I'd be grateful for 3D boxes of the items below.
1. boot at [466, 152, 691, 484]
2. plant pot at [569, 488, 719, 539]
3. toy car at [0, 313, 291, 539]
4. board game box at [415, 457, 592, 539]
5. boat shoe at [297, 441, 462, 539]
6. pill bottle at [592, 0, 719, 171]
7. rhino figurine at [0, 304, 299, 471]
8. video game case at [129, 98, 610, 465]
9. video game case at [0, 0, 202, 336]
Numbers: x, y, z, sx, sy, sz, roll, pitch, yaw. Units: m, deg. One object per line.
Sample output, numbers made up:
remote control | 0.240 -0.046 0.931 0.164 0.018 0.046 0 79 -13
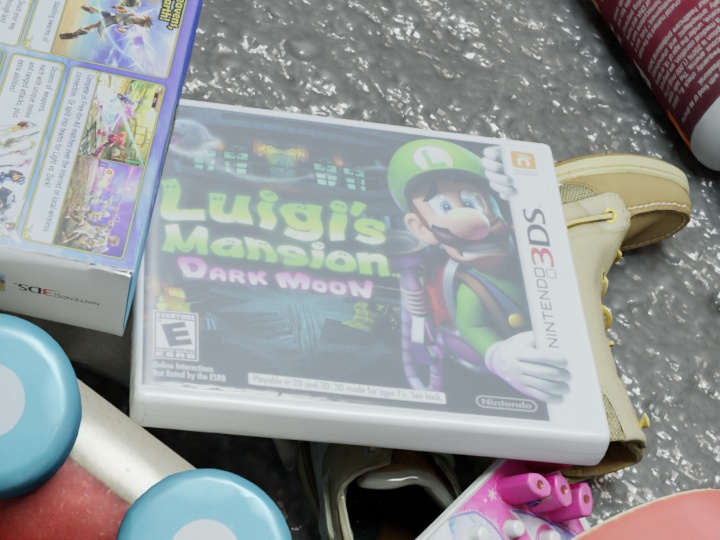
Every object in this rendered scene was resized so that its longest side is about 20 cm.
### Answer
boot | 0.110 0.024 0.910 0.198 0.073 0.157 -7 64 -37
plant pot | 0.124 0.188 0.631 0.199 0.201 0.178 -10 52 -31
toy car | -0.134 0.142 0.673 0.176 0.184 0.201 35 77 2
board game box | 0.068 0.200 0.737 0.200 0.026 0.201 -38 103 -40
boat shoe | 0.016 0.103 0.808 0.074 0.069 0.202 9 53 -20
pill bottle | 0.215 -0.130 1.044 0.113 0.114 0.201 -14 63 -33
rhino figurine | -0.076 0.027 0.806 0.198 0.060 0.088 25 48 10
video game case | 0.000 0.000 0.797 0.198 0.023 0.183 6 45 -11
video game case | -0.167 -0.077 0.776 0.179 0.046 0.201 11 49 -4
